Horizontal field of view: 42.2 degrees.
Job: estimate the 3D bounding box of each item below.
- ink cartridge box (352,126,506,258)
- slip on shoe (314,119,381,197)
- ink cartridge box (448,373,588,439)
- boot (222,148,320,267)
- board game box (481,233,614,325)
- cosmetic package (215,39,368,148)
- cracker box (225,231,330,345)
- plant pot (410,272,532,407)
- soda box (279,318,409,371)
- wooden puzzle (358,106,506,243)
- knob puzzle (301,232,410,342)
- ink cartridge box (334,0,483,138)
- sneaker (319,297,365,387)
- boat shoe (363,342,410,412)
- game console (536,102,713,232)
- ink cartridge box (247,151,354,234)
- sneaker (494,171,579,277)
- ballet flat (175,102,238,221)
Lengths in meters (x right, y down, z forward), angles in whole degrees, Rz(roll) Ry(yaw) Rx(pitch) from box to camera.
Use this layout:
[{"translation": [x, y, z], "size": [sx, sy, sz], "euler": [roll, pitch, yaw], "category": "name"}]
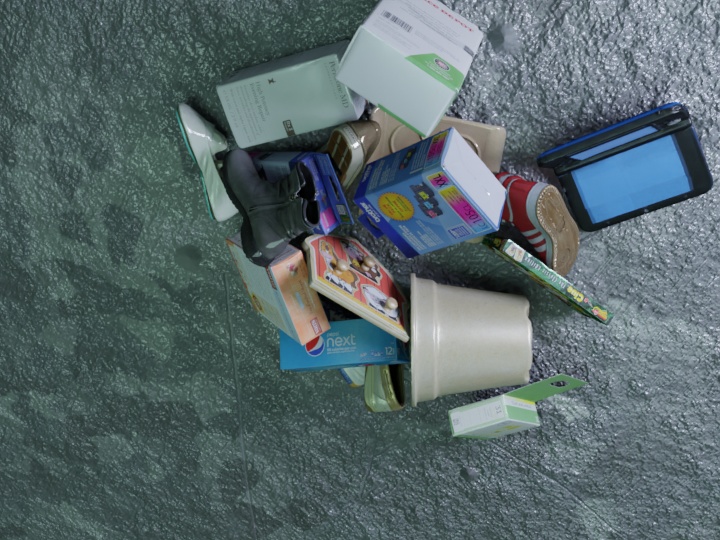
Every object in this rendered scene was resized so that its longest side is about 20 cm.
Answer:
[{"translation": [0.085, -0.098, 1.297], "size": [0.198, 0.077, 0.136], "euler": [-16, 130, 44], "category": "ink cartridge box"}, {"translation": [-0.023, -0.164, 1.354], "size": [0.077, 0.060, 0.200], "euler": [56, 158, 8], "category": "slip on shoe"}, {"translation": [0.256, 0.221, 1.483], "size": [0.197, 0.145, 0.049], "euler": [-20, 69, 26], "category": "ink cartridge box"}, {"translation": [-0.121, -0.117, 1.327], "size": [0.131, 0.069, 0.203], "euler": [-37, 61, 29], "category": "boot"}, {"translation": [0.272, 0.011, 1.366], "size": [0.198, 0.105, 0.024], "euler": [34, 88, -12], "category": "board game box"}, {"translation": [-0.097, -0.254, 1.350], "size": [0.196, 0.074, 0.103], "euler": [-11, 116, 23], "category": "cosmetic package"}, {"translation": [-0.129, 0.018, 1.437], "size": [0.057, 0.199, 0.136], "euler": [-28, 115, -18], "category": "cracker box"}, {"translation": [0.166, 0.105, 1.425], "size": [0.179, 0.202, 0.204], "euler": [-1, 120, 3], "category": "plant pot"}, {"translation": [-0.026, 0.115, 1.442], "size": [0.196, 0.064, 0.069], "euler": [-7, 78, 21], "category": "soda box"}, {"translation": [0.104, -0.146, 1.373], "size": [0.195, 0.047, 0.188], "euler": [10, 122, 5], "category": "wooden puzzle"}, {"translation": [0.000, 0.000, 1.387], "size": [0.218, 0.220, 0.031], "euler": [37, 113, -7], "category": "knob puzzle"}, {"translation": [0.068, -0.281, 1.212], "size": [0.145, 0.201, 0.085], "euler": [32, 126, -4], "category": "ink cartridge box"}, {"translation": [-0.030, 0.092, 1.541], "size": [0.087, 0.075, 0.201], "euler": [-33, 107, 10], "category": "sneaker"}, {"translation": [0.047, 0.124, 1.486], "size": [0.065, 0.074, 0.205], "euler": [-1, 89, 28], "category": "boat shoe"}, {"translation": [0.361, -0.133, 1.264], "size": [0.197, 0.170, 0.121], "euler": [-20, 86, 25], "category": "game console"}, {"translation": [-0.103, -0.117, 1.398], "size": [0.198, 0.042, 0.121], "euler": [6, 125, 45], "category": "ink cartridge box"}, {"translation": [0.246, -0.070, 1.354], "size": [0.111, 0.072, 0.201], "euler": [25, 159, 38], "category": "sneaker"}, {"translation": [-0.228, -0.172, 1.447], "size": [0.068, 0.070, 0.203], "euler": [-4, 122, 18], "category": "ballet flat"}]
